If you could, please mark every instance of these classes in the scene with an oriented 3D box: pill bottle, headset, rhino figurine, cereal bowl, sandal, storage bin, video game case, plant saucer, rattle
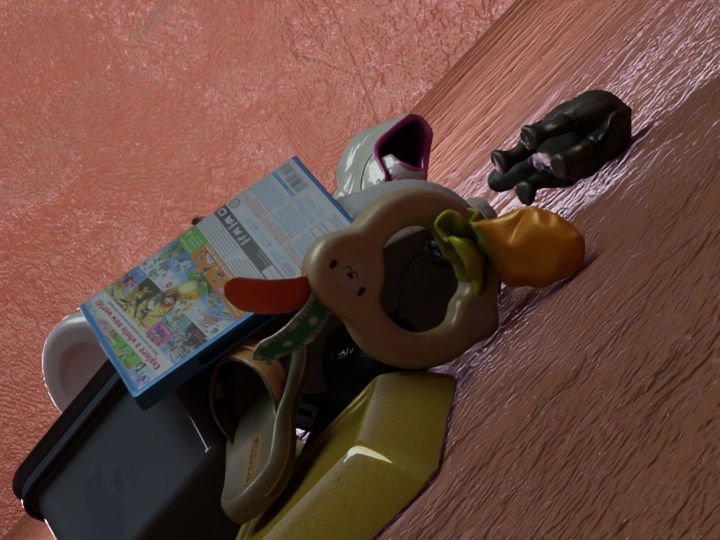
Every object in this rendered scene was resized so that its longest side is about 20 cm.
[{"bbox_3d":[-0.175,0.054,1.846,0.113,0.113,0.200,-44,-2,34],"label":"pill bottle"},{"bbox_3d":[0.023,0.072,1.576,0.201,0.093,0.123,-64,-9,5],"label":"headset"},{"bbox_3d":[0.151,-0.091,1.686,0.087,0.060,0.200,-29,-1,-18],"label":"rhino figurine"},{"bbox_3d":[0.000,0.000,1.657,0.199,0.084,0.201,-30,-24,-15],"label":"cereal bowl"},{"bbox_3d":[-0.078,0.089,1.510,0.080,0.054,0.201,-42,27,33],"label":"sandal"},{"bbox_3d":[-0.142,0.161,1.610,0.200,0.145,0.135,-48,43,15],"label":"storage bin"},{"bbox_3d":[-0.101,0.006,1.567,0.199,0.018,0.143,-35,36,-5],"label":"video game case"},{"bbox_3d":[-0.024,0.154,1.444,0.200,0.048,0.200,-47,7,16],"label":"plant saucer"},{"bbox_3d":[0.028,0.013,1.447,0.143,0.199,0.131,28,115,55],"label":"rattle"}]

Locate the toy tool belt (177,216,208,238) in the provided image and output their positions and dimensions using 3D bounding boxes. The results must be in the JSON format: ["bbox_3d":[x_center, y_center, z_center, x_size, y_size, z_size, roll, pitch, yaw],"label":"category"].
[{"bbox_3d":[-0.094,0.003,1.769,0.123,0.124,0.201,-53,17,33],"label":"toy tool belt"}]

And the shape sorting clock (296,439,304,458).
[{"bbox_3d":[-0.105,0.213,1.674,0.200,0.039,0.200,-48,15,17],"label":"shape sorting clock"}]

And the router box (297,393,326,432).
[{"bbox_3d":[-0.043,0.055,1.931,0.200,0.051,0.150,-126,53,-85],"label":"router box"}]

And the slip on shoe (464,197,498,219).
[{"bbox_3d":[0.046,-0.003,1.814,0.060,0.077,0.200,-26,-1,-34],"label":"slip on shoe"}]

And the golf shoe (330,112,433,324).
[{"bbox_3d":[0.007,-0.046,1.774,0.091,0.075,0.201,-36,34,56],"label":"golf shoe"}]
